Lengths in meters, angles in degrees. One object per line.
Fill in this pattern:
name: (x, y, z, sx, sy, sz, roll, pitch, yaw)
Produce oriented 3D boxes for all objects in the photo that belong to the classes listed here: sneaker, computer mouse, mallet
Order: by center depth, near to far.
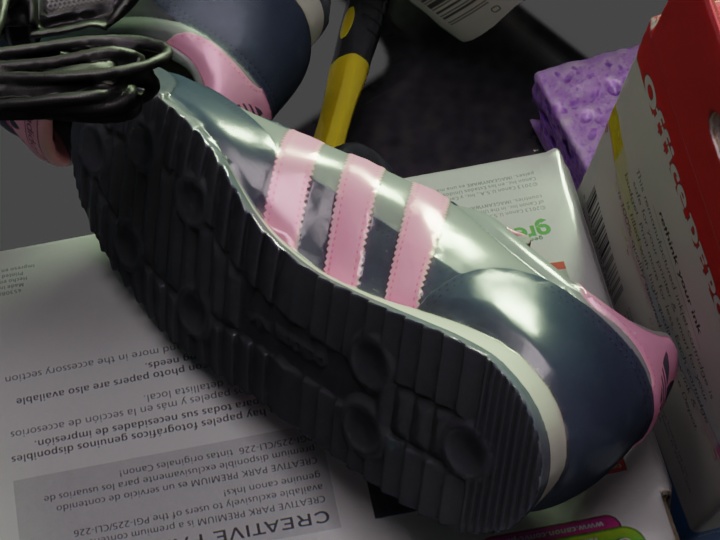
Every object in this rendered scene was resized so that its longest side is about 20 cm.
sneaker: (0.000, 0.000, 0.612, 0.082, 0.070, 0.200, -19, 46, -41)
computer mouse: (-0.127, -0.084, 0.648, 0.140, 0.046, 0.200, -5, 35, -4)
sneaker: (-0.115, -0.077, 0.741, 0.199, 0.070, 0.082, 3, 50, 22)
mallet: (0.002, -0.070, 0.768, 0.066, 0.041, 0.201, -22, 35, 39)

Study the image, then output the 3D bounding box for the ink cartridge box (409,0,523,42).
ink cartridge box: (0.017, -0.209, 0.808, 0.161, 0.050, 0.201, 36, 50, -23)

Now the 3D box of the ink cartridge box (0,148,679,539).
ink cartridge box: (-0.016, 0.070, 0.641, 0.199, 0.084, 0.176, -10, 51, -4)

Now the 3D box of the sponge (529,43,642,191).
sponge: (0.171, -0.048, 0.759, 0.199, 0.030, 0.112, -16, 53, -10)

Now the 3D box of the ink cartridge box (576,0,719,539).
ink cartridge box: (0.116, -0.002, 0.601, 0.067, 0.200, 0.117, -14, 74, -8)
